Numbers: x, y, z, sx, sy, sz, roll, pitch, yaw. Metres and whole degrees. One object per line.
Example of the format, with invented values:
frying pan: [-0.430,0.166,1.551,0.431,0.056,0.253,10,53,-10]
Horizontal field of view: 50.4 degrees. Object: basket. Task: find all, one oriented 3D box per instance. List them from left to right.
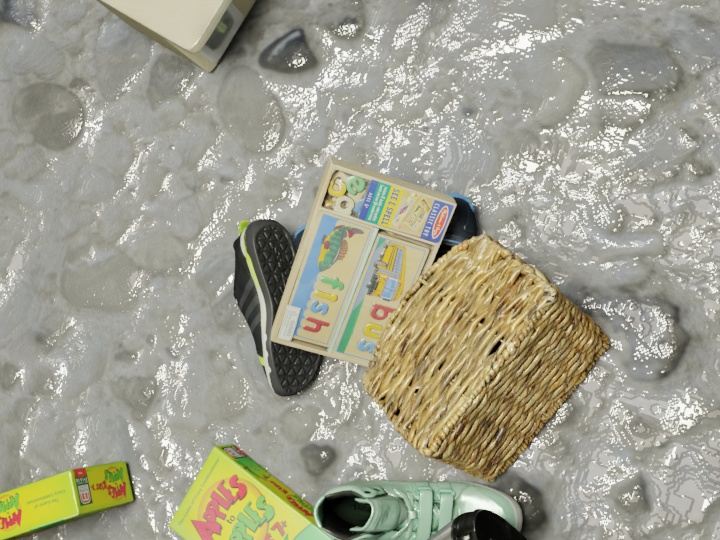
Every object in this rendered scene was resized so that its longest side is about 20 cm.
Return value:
basket: [0.117,0.085,0.761,0.201,0.149,0.143,-53,47,5]

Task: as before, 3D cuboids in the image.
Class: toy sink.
toy sink: [-0.205,-0.329,0.914,0.199,0.112,0.131,32,92,24]

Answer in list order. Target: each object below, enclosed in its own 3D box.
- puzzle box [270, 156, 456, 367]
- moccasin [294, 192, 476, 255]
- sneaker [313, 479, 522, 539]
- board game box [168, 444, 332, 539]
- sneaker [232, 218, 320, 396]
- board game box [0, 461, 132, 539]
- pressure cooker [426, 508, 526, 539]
puzzle box: [0.000,0.000,0.772,0.132,0.025,0.202,15,112,-12]
moccasin: [0.024,-0.032,0.810,0.198,0.080,0.069,-12,72,16]
sneaker: [0.053,0.243,0.739,0.198,0.118,0.075,-1,79,16]
board game box: [-0.098,0.286,0.817,0.199,0.048,0.102,32,92,19]
sneaker: [-0.099,0.040,0.858,0.083,0.071,0.202,-15,82,52]
board game box: [-0.375,0.273,0.871,0.198,0.102,0.048,-21,77,13]
pressure cooker: [0.077,0.331,0.669,0.200,0.176,0.179,-40,34,13]
